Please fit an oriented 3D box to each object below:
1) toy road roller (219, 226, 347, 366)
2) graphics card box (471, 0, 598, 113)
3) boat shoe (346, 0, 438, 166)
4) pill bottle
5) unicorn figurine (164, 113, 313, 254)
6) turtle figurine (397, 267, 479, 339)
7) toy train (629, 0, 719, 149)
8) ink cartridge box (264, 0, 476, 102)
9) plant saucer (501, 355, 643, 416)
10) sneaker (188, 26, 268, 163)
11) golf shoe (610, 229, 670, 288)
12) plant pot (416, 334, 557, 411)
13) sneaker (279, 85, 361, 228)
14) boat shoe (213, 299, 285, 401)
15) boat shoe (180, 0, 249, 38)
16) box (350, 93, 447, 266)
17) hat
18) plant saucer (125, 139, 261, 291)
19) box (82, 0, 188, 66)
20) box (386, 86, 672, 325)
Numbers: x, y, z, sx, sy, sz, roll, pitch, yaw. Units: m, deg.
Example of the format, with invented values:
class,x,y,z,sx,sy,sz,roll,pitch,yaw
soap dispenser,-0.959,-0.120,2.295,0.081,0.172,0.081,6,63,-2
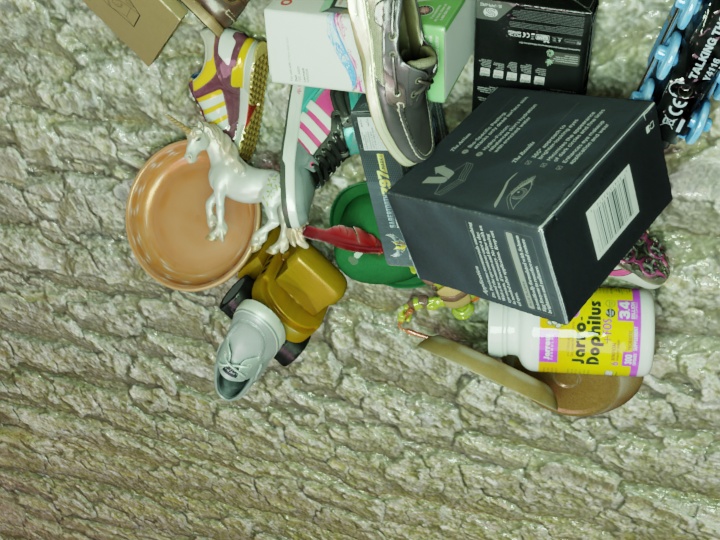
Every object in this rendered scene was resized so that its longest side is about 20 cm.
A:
class,x,y,z,sx,sy,sz,roll,pitch,yaw
toy road roller,-0.079,0.012,1.253,0.123,0.201,0.145,43,125,-15
graphics card box,0.183,-0.204,1.035,0.123,0.051,0.203,12,133,18
boat shoe,0.041,-0.193,0.898,0.064,0.072,0.204,-1,119,31
pill bottle,0.257,0.073,1.176,0.195,0.105,0.106,1,130,11
unicorn figurine,-0.149,-0.100,1.164,0.195,0.074,0.141,12,98,-6
turtle figurine,0.128,0.017,1.236,0.196,0.066,0.162,-9,142,16
toy train,0.322,-0.213,0.913,0.085,0.115,0.202,20,134,5
ink cartridge box,0.015,-0.257,1.006,0.196,0.146,0.085,10,131,18
plant saucer,0.279,0.132,1.285,0.196,0.036,0.203,14,132,15
sneaker,-0.172,-0.207,1.196,0.088,0.075,0.203,22,124,7
golf shoe,0.268,-0.031,1.131,0.198,0.073,0.093,30,142,14
plant pot,0.167,0.127,1.230,0.197,0.028,0.200,25,178,1
sneaker,-0.027,-0.143,1.112,0.118,0.205,0.084,4,162,6
boat shoe,-0.144,0.109,1.187,0.069,0.072,0.202,31,148,3
boat shoe,-0.212,-0.361,1.093,0.199,0.070,0.070,42,96,-14
box,0.055,-0.132,1.084,0.050,0.159,0.203,4,131,23
hat,0.000,0.000,1.209,0.199,0.177,0.166,38,134,-9
plant saucer,-0.222,-0.073,1.291,0.195,0.037,0.205,-1,87,14
box,-0.302,-0.345,1.135,0.200,0.021,0.163,44,157,-13
box,0.167,-0.074,0.941,0.198,0.196,0.119,18,142,45
